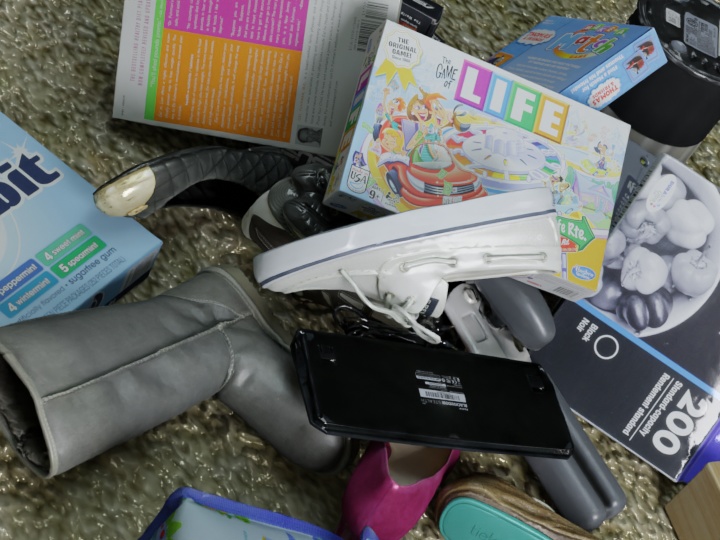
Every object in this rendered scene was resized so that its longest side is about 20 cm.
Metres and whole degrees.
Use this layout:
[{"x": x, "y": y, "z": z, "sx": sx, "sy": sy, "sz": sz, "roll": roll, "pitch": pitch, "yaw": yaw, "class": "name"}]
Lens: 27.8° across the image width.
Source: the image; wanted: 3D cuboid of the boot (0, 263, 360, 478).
[{"x": -0.116, "y": 0.082, "z": 0.900, "sx": 0.182, "sy": 0.073, "sz": 0.200, "roll": 46, "pitch": 33, "yaw": 17, "class": "boot"}]

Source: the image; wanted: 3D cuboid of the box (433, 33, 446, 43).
[{"x": -0.048, "y": -0.219, "z": 1.250, "sx": 0.200, "sy": 0.050, "sz": 0.158, "roll": 44, "pitch": 45, "yaw": 13, "class": "box"}]

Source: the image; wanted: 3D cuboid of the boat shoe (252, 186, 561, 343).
[{"x": 0.035, "y": 0.006, "z": 0.940, "sx": 0.202, "sy": 0.075, "sz": 0.086, "roll": -12, "pitch": 88, "yaw": -11, "class": "boat shoe"}]

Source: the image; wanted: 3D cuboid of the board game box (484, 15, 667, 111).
[{"x": 0.119, "y": -0.131, "z": 1.144, "sx": 0.200, "sy": 0.151, "sz": 0.037, "roll": -36, "pitch": 114, "yaw": -12, "class": "board game box"}]

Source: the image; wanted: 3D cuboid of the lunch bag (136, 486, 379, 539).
[{"x": -0.034, "y": 0.233, "z": 0.801, "sx": 0.200, "sy": 0.127, "sz": 0.170, "roll": 23, "pitch": 40, "yaw": -27, "class": "lunch bag"}]

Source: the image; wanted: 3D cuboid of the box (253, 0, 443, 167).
[{"x": -0.060, "y": -0.177, "z": 1.123, "sx": 0.200, "sy": 0.161, "sz": 0.049, "roll": 29, "pitch": 27, "yaw": -3, "class": "box"}]

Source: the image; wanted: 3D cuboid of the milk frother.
[{"x": 0.286, "y": -0.125, "z": 1.247, "sx": 0.200, "sy": 0.188, "sz": 0.181, "roll": 36, "pitch": 44, "yaw": 4, "class": "milk frother"}]

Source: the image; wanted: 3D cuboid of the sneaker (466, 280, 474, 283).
[{"x": 0.106, "y": -0.048, "z": 1.170, "sx": 0.200, "sy": 0.073, "sz": 0.112, "roll": 8, "pitch": 44, "yaw": -34, "class": "sneaker"}]

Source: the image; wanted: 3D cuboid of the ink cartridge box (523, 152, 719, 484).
[{"x": 0.249, "y": 0.050, "z": 1.074, "sx": 0.200, "sy": 0.198, "sz": 0.043, "roll": 34, "pitch": 7, "yaw": 2, "class": "ink cartridge box"}]

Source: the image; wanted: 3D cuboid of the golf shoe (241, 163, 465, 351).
[{"x": 0.000, "y": 0.000, "z": 1.062, "sx": 0.200, "sy": 0.094, "sz": 0.078, "roll": 43, "pitch": 50, "yaw": -26, "class": "golf shoe"}]

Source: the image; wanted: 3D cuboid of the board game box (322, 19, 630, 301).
[{"x": 0.085, "y": -0.075, "z": 1.020, "sx": 0.200, "sy": 0.034, "sz": 0.135, "roll": 20, "pitch": 69, "yaw": -16, "class": "board game box"}]

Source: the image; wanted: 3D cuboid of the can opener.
[{"x": 0.129, "y": 0.086, "z": 1.031, "sx": 0.053, "sy": 0.067, "sz": 0.200, "roll": -20, "pitch": 73, "yaw": -45, "class": "can opener"}]

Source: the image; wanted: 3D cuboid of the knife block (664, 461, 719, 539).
[{"x": 0.288, "y": 0.249, "z": 0.996, "sx": 0.200, "sy": 0.064, "sz": 0.176, "roll": 34, "pitch": 43, "yaw": 4, "class": "knife block"}]

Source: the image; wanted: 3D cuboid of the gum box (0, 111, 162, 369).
[{"x": -0.261, "y": -0.028, "z": 0.962, "sx": 0.200, "sy": 0.045, "sz": 0.170, "roll": 38, "pitch": 44, "yaw": 8, "class": "gum box"}]

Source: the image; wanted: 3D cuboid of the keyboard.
[{"x": 0.043, "y": 0.081, "z": 0.965, "sx": 0.200, "sy": 0.040, "sz": 0.104, "roll": 11, "pitch": 47, "yaw": -28, "class": "keyboard"}]

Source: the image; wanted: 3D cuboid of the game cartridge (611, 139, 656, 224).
[{"x": 0.239, "y": -0.012, "z": 1.166, "sx": 0.200, "sy": 0.041, "sz": 0.133, "roll": 43, "pitch": 59, "yaw": -19, "class": "game cartridge"}]

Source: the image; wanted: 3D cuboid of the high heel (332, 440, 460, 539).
[{"x": 0.039, "y": 0.107, "z": 0.966, "sx": 0.067, "sy": 0.096, "sz": 0.200, "roll": 36, "pitch": 44, "yaw": 6, "class": "high heel"}]

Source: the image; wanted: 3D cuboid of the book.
[{"x": -0.077, "y": -0.163, "z": 1.081, "sx": 0.200, "sy": 0.134, "sz": 0.048, "roll": 11, "pitch": 25, "yaw": 3, "class": "book"}]

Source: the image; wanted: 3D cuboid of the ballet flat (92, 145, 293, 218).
[{"x": -0.108, "y": -0.055, "z": 1.026, "sx": 0.200, "sy": 0.066, "sz": 0.057, "roll": -10, "pitch": 82, "yaw": -55, "class": "ballet flat"}]

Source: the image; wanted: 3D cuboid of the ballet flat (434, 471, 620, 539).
[{"x": 0.141, "y": 0.195, "z": 0.977, "sx": 0.200, "sy": 0.068, "sz": 0.072, "roll": 30, "pitch": 24, "yaw": 4, "class": "ballet flat"}]
